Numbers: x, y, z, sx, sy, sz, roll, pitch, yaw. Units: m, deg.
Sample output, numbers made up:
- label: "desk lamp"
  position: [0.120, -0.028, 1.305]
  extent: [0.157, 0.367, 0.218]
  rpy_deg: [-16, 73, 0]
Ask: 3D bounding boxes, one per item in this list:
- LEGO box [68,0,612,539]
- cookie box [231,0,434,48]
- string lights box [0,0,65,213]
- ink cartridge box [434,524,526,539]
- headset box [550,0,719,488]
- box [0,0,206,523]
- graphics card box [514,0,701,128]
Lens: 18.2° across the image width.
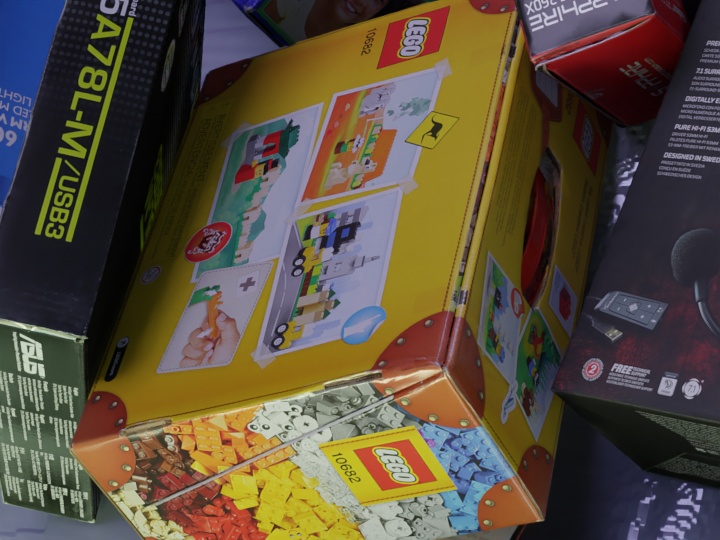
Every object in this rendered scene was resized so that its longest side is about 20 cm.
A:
- label: "LEGO box"
  position: [0.000, 0.000, 0.802]
  extent: [0.148, 0.077, 0.201]
  rpy_deg: [-13, 40, 28]
- label: "cookie box"
  position: [0.003, -0.201, 0.962]
  extent: [0.200, 0.075, 0.171]
  rpy_deg: [-46, 46, 4]
- label: "string lights box"
  position: [-0.171, -0.065, 0.992]
  extent: [0.103, 0.059, 0.202]
  rpy_deg: [-41, 38, 50]
- label: "ink cartridge box"
  position: [-0.013, 0.155, 0.768]
  extent: [0.108, 0.050, 0.201]
  rpy_deg: [14, 64, 41]
- label: "headset box"
  position: [0.171, -0.025, 0.729]
  extent: [0.148, 0.077, 0.201]
  rpy_deg: [11, 72, 40]
- label: "box"
  position: [-0.099, -0.026, 0.858]
  extent: [0.047, 0.200, 0.195]
  rpy_deg: [10, 64, -1]
- label: "graphics card box"
  position: [0.073, -0.161, 0.803]
  extent: [0.050, 0.125, 0.202]
  rpy_deg: [-19, 77, 18]
